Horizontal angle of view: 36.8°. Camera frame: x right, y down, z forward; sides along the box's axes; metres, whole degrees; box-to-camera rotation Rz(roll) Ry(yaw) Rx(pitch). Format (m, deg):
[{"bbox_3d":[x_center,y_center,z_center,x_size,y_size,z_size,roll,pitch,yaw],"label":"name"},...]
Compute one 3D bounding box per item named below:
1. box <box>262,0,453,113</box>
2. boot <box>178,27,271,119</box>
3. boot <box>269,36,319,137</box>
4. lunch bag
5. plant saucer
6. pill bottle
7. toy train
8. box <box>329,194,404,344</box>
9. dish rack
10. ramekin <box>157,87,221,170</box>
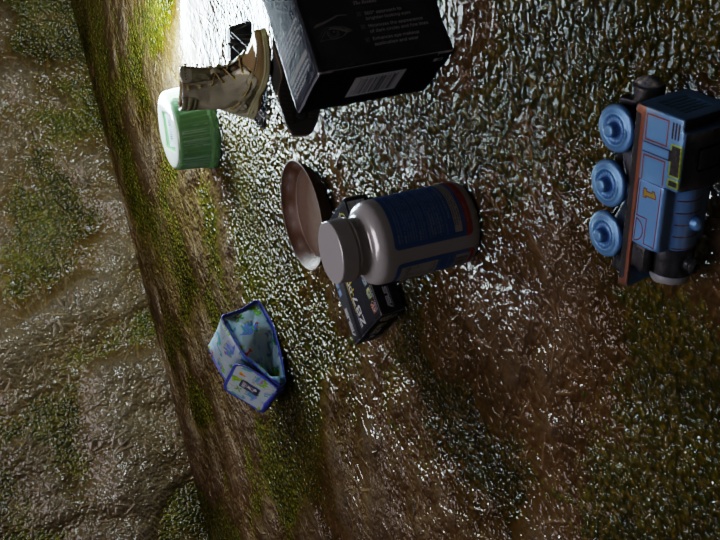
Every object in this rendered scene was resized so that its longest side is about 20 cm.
[{"bbox_3d":[-0.010,-0.335,1.422,0.117,0.193,0.204,134,120,-65],"label":"box"},{"bbox_3d":[-0.242,-0.348,1.905,0.201,0.152,0.073,116,151,-52],"label":"boot"},{"bbox_3d":[-0.119,-0.308,1.878,0.138,0.076,0.204,129,138,-68],"label":"boot"},{"bbox_3d":[-0.240,0.199,2.373,0.202,0.126,0.170,57,151,13],"label":"lunch bag"},{"bbox_3d":[-0.094,-0.102,1.962,0.200,0.034,0.204,168,90,-69],"label":"plant saucer"},{"bbox_3d":[0.049,-0.045,1.428,0.112,0.197,0.115,-13,90,67],"label":"pill bottle"},{"bbox_3d":[0.278,-0.077,1.013,0.114,0.085,0.204,37,135,49],"label":"toy train"},{"bbox_3d":[0.000,0.000,1.769,0.161,0.048,0.203,127,126,-66],"label":"box"},{"bbox_3d":[-0.203,-0.369,2.060,0.200,0.054,0.156,50,146,46],"label":"dish rack"},{"bbox_3d":[-0.397,-0.328,2.486,0.199,0.096,0.204,167,90,-68],"label":"ramekin"}]
